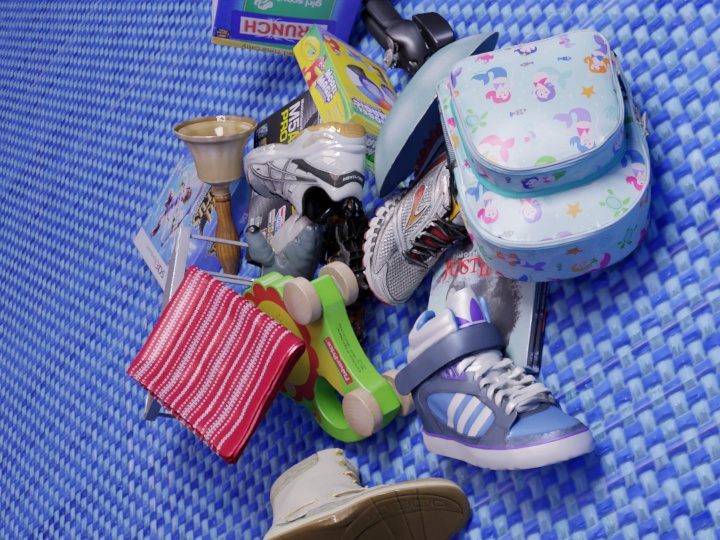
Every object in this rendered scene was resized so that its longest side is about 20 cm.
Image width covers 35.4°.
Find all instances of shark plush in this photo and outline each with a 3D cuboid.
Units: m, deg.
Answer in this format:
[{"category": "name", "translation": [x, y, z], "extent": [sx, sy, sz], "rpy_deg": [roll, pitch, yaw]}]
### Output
[{"category": "shark plush", "translation": [-0.078, 0.025, 1.235], "extent": [0.083, 0.091, 0.201], "rpy_deg": [34, 119, 42]}]

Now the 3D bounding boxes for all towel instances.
[{"category": "towel", "translation": [-0.154, 0.093, 1.166], "extent": [0.200, 0.022, 0.145], "rpy_deg": [31, 89, 40]}]

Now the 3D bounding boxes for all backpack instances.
[{"category": "backpack", "translation": [0.161, -0.097, 0.974], "extent": [0.177, 0.151, 0.201], "rpy_deg": [-12, 66, 7]}]

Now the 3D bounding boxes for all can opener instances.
[{"category": "can opener", "translation": [0.040, -0.278, 1.315], "extent": [0.200, 0.078, 0.064], "rpy_deg": [-130, 32, -54]}]

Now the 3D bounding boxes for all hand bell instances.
[{"category": "hand bell", "translation": [-0.175, -0.087, 1.426], "extent": [0.104, 0.104, 0.201], "rpy_deg": [31, 129, 53]}]

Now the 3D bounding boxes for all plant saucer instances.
[{"category": "plant saucer", "translation": [0.065, -0.164, 1.126], "extent": [0.201, 0.039, 0.201], "rpy_deg": [-52, -6, -8]}]

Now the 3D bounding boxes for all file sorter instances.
[{"category": "file sorter", "translation": [-0.173, 0.074, 1.318], "extent": [0.139, 0.124, 0.201], "rpy_deg": [129, 149, -67]}]

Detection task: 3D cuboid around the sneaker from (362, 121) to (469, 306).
[{"category": "sneaker", "translation": [0.071, -0.054, 1.105], "extent": [0.082, 0.078, 0.201], "rpy_deg": [38, 102, 51]}]

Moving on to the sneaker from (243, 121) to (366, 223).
[{"category": "sneaker", "translation": [-0.063, -0.089, 1.162], "extent": [0.200, 0.075, 0.088], "rpy_deg": [-15, 78, 59]}]

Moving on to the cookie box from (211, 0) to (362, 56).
[{"category": "cookie box", "translation": [-0.083, -0.347, 1.342], "extent": [0.200, 0.170, 0.075], "rpy_deg": [115, 158, -59]}]

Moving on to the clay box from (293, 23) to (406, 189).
[{"category": "clay box", "translation": [0.001, -0.181, 1.257], "extent": [0.048, 0.115, 0.200], "rpy_deg": [-45, 43, 23]}]

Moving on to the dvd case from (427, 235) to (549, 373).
[{"category": "dvd case", "translation": [0.124, 0.003, 1.091], "extent": [0.146, 0.022, 0.201], "rpy_deg": [-9, 65, 49]}]

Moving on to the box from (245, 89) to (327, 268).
[{"category": "box", "translation": [-0.073, -0.117, 1.377], "extent": [0.160, 0.044, 0.201], "rpy_deg": [-25, 54, 44]}]

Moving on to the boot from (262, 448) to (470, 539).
[{"category": "boot", "translation": [0.001, 0.220, 1.084], "extent": [0.199, 0.072, 0.155], "rpy_deg": [-18, 15, 4]}]

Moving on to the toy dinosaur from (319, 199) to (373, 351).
[{"category": "toy dinosaur", "translation": [0.000, 0.000, 1.214], "extent": [0.136, 0.102, 0.201], "rpy_deg": [-29, 79, 58]}]

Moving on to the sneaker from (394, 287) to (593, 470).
[{"category": "sneaker", "translation": [0.111, 0.088, 0.982], "extent": [0.200, 0.080, 0.147], "rpy_deg": [-4, 96, 56]}]

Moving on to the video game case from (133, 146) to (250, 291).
[{"category": "video game case", "translation": [-0.226, -0.075, 1.548], "extent": [0.200, 0.045, 0.181], "rpy_deg": [-59, 39, 12]}]

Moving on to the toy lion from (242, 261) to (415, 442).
[{"category": "toy lion", "translation": [-0.050, 0.089, 1.177], "extent": [0.200, 0.069, 0.192], "rpy_deg": [61, 146, 6]}]
